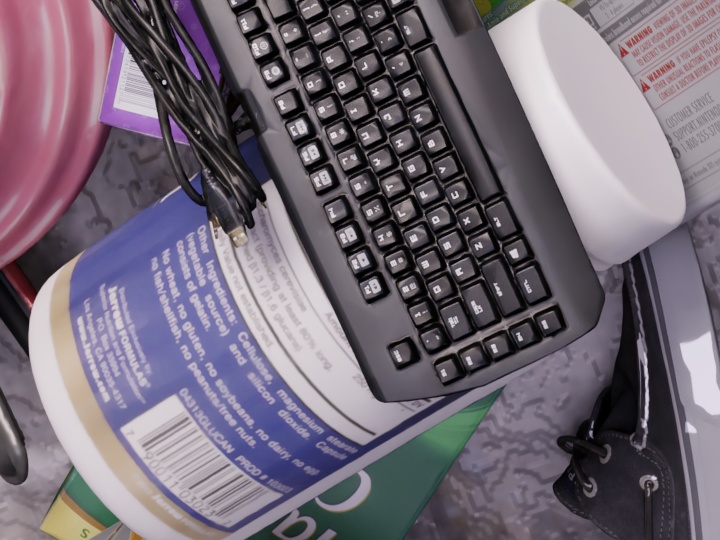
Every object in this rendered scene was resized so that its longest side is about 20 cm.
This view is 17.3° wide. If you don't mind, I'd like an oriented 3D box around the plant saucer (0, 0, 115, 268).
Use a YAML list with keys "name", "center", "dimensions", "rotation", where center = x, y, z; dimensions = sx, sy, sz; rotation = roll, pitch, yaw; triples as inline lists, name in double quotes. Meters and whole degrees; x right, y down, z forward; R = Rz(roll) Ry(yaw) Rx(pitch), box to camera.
- name: "plant saucer"
  center: [-0.178, -0.078, 0.764]
  dimensions: [0.199, 0.051, 0.202]
  rotation: [5, 113, 12]

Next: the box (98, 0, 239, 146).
- name: "box"
  center: [-0.035, -0.152, 0.766]
  dimensions: [0.039, 0.137, 0.201]
  rotation: [14, 107, 1]

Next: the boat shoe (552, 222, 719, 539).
- name: "boat shoe"
  center: [0.103, 0.081, 0.862]
  dimensions: [0.066, 0.070, 0.201]
  rotation: [-7, 113, 5]

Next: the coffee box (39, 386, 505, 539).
- name: "coffee box"
  center: [-0.018, 0.042, 0.867]
  dimensions: [0.123, 0.044, 0.201]
  rotation: [32, 106, -6]

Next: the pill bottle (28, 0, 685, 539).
- name: "pill bottle"
  center: [0.000, 0.000, 0.758]
  dimensions: [0.199, 0.111, 0.111]
  rotation: [-32, 101, 23]

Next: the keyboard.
- name: "keyboard"
  center: [-0.015, -0.054, 0.676]
  dimensions: [0.104, 0.040, 0.201]
  rotation: [-26, 86, 11]

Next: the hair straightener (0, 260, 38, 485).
- name: "hair straightener"
  center: [-0.170, -0.010, 0.837]
  dimensions: [0.077, 0.041, 0.201]
  rotation: [-32, 88, -23]

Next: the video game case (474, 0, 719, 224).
- name: "video game case"
  center: [0.082, -0.109, 0.744]
  dimensions: [0.022, 0.200, 0.183]
  rotation: [-32, 89, -30]

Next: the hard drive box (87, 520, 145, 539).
- name: "hard drive box"
  center: [-0.052, 0.212, 0.831]
  dimensions: [0.077, 0.156, 0.200]
  rotation: [-31, 119, 28]
